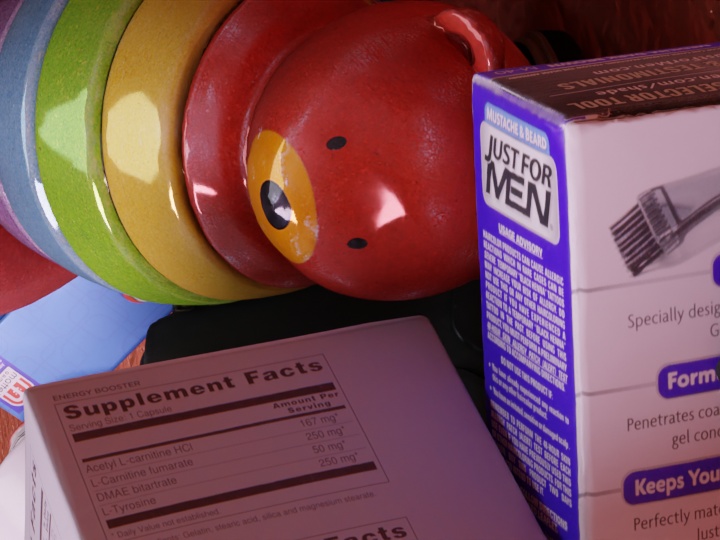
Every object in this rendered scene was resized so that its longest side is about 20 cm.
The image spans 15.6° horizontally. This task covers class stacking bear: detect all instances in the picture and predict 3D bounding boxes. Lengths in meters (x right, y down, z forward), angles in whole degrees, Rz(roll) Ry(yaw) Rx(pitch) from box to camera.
[{"bbox_3d":[-0.034,-0.039,0.715,0.200,0.114,0.122,11,113,46],"label":"stacking bear"}]

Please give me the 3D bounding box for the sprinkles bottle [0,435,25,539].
[{"bbox_3d":[-0.030,0.121,0.765,0.200,0.068,0.068,44,144,30],"label":"sprinkles bottle"}]

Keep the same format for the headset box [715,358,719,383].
[{"bbox_3d":[0.157,0.059,0.510,0.149,0.075,0.200,110,146,-55],"label":"headset box"}]

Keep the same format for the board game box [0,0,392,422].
[{"bbox_3d":[-0.056,-0.057,0.913,0.200,0.045,0.152,-44,22,28],"label":"board game box"}]

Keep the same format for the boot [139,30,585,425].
[{"bbox_3d":[0.000,0.000,0.792,0.078,0.138,0.200,97,178,-47],"label":"boot"}]

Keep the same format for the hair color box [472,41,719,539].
[{"bbox_3d":[0.091,0.047,0.650,0.065,0.109,0.201,-142,46,-64],"label":"hair color box"}]

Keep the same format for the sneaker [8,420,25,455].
[{"bbox_3d":[-0.050,0.118,0.852,0.200,0.082,0.078,47,116,21],"label":"sneaker"}]

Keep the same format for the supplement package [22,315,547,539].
[{"bbox_3d":[-0.004,0.123,0.622,0.114,0.109,0.200,99,154,-43],"label":"supplement package"}]
